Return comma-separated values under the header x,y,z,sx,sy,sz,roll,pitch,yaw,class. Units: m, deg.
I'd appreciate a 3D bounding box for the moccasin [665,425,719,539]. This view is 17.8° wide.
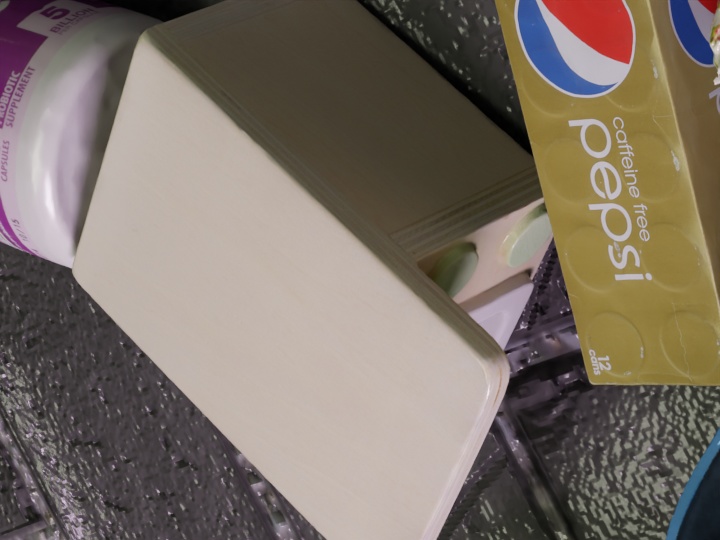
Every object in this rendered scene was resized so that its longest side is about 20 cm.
x,y,z,sx,sy,sz,roll,pitch,yaw,class
0.165,0.070,0.809,0.068,0.080,0.201,46,137,29,moccasin

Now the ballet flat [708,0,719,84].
x,y,z,sx,sy,sz,roll,pitch,yaw,class
0.172,-0.120,0.715,0.076,0.064,0.201,42,134,15,ballet flat

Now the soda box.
x,y,z,sx,sy,sz,roll,pitch,yaw,class
0.101,-0.062,0.811,0.067,0.064,0.202,-1,112,42,soda box

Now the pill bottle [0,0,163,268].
x,y,z,sx,sy,sz,roll,pitch,yaw,class
-0.171,-0.077,1.017,0.199,0.112,0.113,18,124,34,pill bottle

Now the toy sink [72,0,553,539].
x,y,z,sx,sy,sz,roll,pitch,yaw,class
0.000,0.000,0.903,0.200,0.112,0.131,43,135,23,toy sink
